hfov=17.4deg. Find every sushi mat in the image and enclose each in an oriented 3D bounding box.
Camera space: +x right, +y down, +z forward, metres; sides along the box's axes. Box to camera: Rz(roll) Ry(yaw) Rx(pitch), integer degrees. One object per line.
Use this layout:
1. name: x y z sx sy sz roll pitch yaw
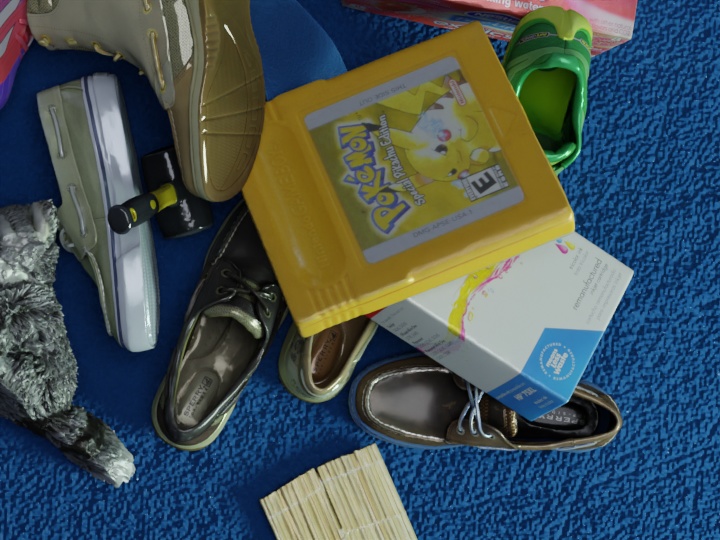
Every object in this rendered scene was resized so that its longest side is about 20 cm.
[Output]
1. sushi mat: 0.007 0.233 1.700 0.096 0.012 0.200 -24 92 -11

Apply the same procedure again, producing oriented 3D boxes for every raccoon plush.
1. raccoon plush: -0.217 0.043 1.644 0.200 0.097 0.134 46 63 -36

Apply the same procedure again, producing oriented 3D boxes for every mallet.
1. mallet: -0.138 -0.036 1.595 0.041 0.200 0.066 -16 103 10

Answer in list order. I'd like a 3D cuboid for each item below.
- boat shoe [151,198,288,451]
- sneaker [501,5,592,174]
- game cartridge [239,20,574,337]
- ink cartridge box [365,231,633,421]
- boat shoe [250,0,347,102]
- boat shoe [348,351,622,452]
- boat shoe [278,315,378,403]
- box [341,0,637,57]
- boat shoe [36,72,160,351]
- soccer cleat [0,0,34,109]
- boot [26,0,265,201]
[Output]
1. boat shoe: -0.087 0.034 1.663 0.073 0.065 0.200 21 82 -9
2. sneaker: 0.115 -0.090 1.672 0.074 0.084 0.200 9 125 -4
3. game cartridge: 0.021 -0.065 1.597 0.200 0.032 0.176 -21 61 -5
4. ink cartridge box: 0.074 0.001 1.637 0.200 0.067 0.116 33 67 -9
5. boat shoe: -0.069 -0.166 1.673 0.084 0.069 0.200 -37 112 -24
6. boat shoe: 0.093 0.094 1.695 0.200 0.072 0.072 2 87 -12
7. boat shoe: 0.000 0.000 1.684 0.073 0.063 0.200 18 83 -10
8. box: 0.098 -0.227 1.701 0.200 0.095 0.103 11 84 -12
9. boat shoe: -0.183 -0.038 1.652 0.062 0.072 0.200 -11 81 3
10. soccer cleat: -0.239 -0.205 1.643 0.073 0.068 0.200 5 84 -16
11. boot: -0.149 -0.146 1.601 0.073 0.155 0.200 -21 108 -55
